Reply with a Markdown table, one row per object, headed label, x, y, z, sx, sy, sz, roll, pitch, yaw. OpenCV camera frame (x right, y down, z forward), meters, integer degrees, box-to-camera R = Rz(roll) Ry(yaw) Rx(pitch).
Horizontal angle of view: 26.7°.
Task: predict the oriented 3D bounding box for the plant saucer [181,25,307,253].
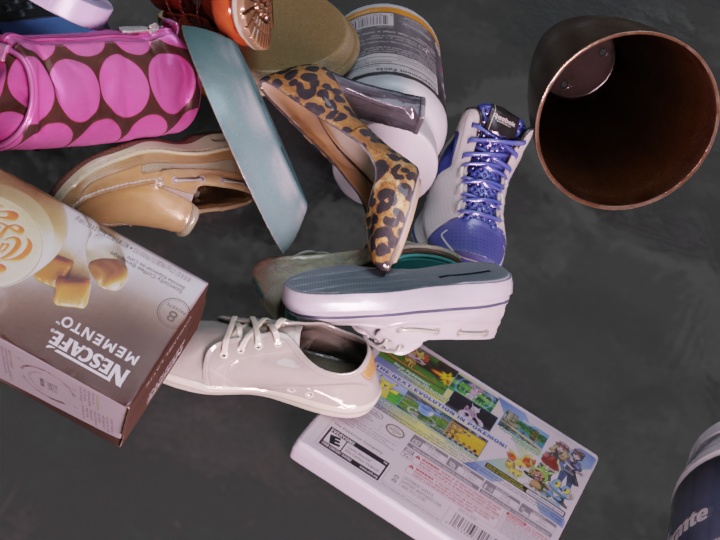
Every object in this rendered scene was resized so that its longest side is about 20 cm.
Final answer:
| label | x | y | z | sx | sy | sz | roll | pitch | yaw |
| --- | --- | --- | --- | --- | --- | --- | --- | --- | --- |
| plant saucer | -0.087 | -0.111 | 1.221 | 0.036 | 0.200 | 0.200 | -24 | 49 | 0 |

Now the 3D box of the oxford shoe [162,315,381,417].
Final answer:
| label | x | y | z | sx | sy | sz | roll | pitch | yaw |
| --- | --- | --- | --- | --- | --- | --- | --- | --- | --- |
| oxford shoe | -0.079 | 0.058 | 1.120 | 0.200 | 0.058 | 0.075 | 11 | 38 | -2 |

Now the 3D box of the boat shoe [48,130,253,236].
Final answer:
| label | x | y | z | sx | sy | sz | roll | pitch | yaw |
| --- | --- | --- | --- | --- | --- | --- | --- | --- | --- |
| boat shoe | -0.159 | -0.062 | 1.228 | 0.200 | 0.072 | 0.076 | -21 | 71 | -45 |

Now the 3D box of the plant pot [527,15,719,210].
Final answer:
| label | x | y | z | sx | sy | sz | roll | pitch | yaw |
| --- | --- | --- | --- | --- | --- | --- | --- | --- | --- |
| plant pot | 0.247 | -0.188 | 1.570 | 0.187 | 0.187 | 0.200 | 15 | 23 | -17 |

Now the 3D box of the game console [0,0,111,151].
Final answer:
| label | x | y | z | sx | sy | sz | roll | pitch | yaw |
| --- | --- | --- | --- | --- | --- | --- | --- | --- | --- |
| game console | -0.275 | -0.209 | 1.280 | 0.171 | 0.118 | 0.200 | -12 | 51 | -27 |

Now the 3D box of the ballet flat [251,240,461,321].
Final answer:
| label | x | y | z | sx | sy | sz | roll | pitch | yaw |
| --- | --- | --- | --- | --- | --- | --- | --- | --- | --- |
| ballet flat | 0.000 | 0.000 | 1.253 | 0.200 | 0.067 | 0.062 | -6 | 37 | -38 |

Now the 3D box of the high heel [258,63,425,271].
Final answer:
| label | x | y | z | sx | sy | sz | roll | pitch | yaw |
| --- | --- | --- | --- | --- | --- | --- | --- | --- | --- |
| high heel | -0.023 | -0.085 | 1.236 | 0.142 | 0.071 | 0.200 | 12 | 49 | -7 |

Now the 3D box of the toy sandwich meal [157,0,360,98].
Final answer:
| label | x | y | z | sx | sy | sz | roll | pitch | yaw |
| --- | --- | --- | --- | --- | --- | --- | --- | --- | --- |
| toy sandwich meal | -0.100 | -0.199 | 1.395 | 0.205 | 0.070 | 0.205 | 4 | 39 | -3 |

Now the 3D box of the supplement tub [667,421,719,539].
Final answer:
| label | x | y | z | sx | sy | sz | roll | pitch | yaw |
| --- | --- | --- | --- | --- | --- | --- | --- | --- | --- |
| supplement tub | 0.295 | 0.212 | 1.113 | 0.140 | 0.140 | 0.200 | 27 | 35 | -1 |

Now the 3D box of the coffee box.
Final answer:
| label | x | y | z | sx | sy | sz | roll | pitch | yaw |
| --- | --- | --- | --- | --- | --- | --- | --- | --- | --- |
| coffee box | -0.221 | 0.019 | 1.044 | 0.200 | 0.080 | 0.114 | 29 | 60 | 3 |

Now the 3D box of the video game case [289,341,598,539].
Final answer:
| label | x | y | z | sx | sy | sz | roll | pitch | yaw |
| --- | --- | --- | --- | --- | --- | --- | --- | --- | --- |
| video game case | 0.069 | 0.142 | 1.156 | 0.200 | 0.022 | 0.182 | 32 | 36 | 8 |

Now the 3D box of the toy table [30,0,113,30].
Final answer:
| label | x | y | z | sx | sy | sz | roll | pitch | yaw |
| --- | --- | --- | --- | --- | --- | --- | --- | --- | --- |
| toy table | -0.251 | -0.288 | 1.236 | 0.200 | 0.117 | 0.184 | 35 | 12 | 31 |

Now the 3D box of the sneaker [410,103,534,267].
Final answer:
| label | x | y | z | sx | sy | sz | roll | pitch | yaw |
| --- | --- | --- | --- | --- | --- | --- | --- | --- | --- |
| sneaker | 0.104 | -0.087 | 1.381 | 0.081 | 0.115 | 0.199 | 18 | 37 | -12 |

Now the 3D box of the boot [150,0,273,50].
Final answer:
| label | x | y | z | sx | sy | sz | roll | pitch | yaw |
| --- | --- | --- | --- | --- | --- | --- | --- | --- | --- |
| boot | -0.127 | -0.227 | 1.284 | 0.107 | 0.075 | 0.200 | -1 | 13 | -3 |

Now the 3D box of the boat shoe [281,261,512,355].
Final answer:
| label | x | y | z | sx | sy | sz | roll | pitch | yaw |
| --- | --- | --- | --- | --- | --- | --- | --- | --- | --- |
| boat shoe | 0.032 | 0.036 | 1.188 | 0.200 | 0.067 | 0.074 | -2 | 19 | -24 |

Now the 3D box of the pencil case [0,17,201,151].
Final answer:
| label | x | y | z | sx | sy | sz | roll | pitch | yaw |
| --- | --- | --- | --- | --- | --- | --- | --- | --- | --- |
| pencil case | -0.216 | -0.145 | 1.174 | 0.091 | 0.094 | 0.200 | 28 | 25 | 27 |

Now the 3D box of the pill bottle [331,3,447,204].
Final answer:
| label | x | y | z | sx | sy | sz | roll | pitch | yaw |
| --- | --- | --- | --- | --- | --- | --- | --- | --- | --- |
| pill bottle | 0.021 | -0.154 | 1.411 | 0.116 | 0.116 | 0.200 | 17 | 37 | -14 |
